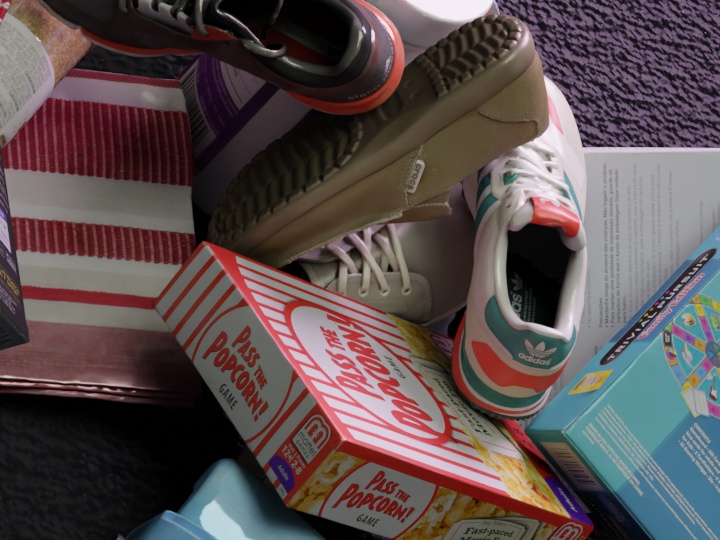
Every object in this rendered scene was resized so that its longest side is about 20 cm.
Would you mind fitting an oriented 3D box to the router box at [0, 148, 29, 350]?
[{"bbox_3d":[-0.259,-0.018,1.278,0.052,0.200,0.157,61,15,-61],"label":"router box"}]

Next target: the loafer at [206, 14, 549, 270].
[{"bbox_3d":[0.013,-0.050,1.423,0.067,0.200,0.076,52,15,-28],"label":"loafer"}]

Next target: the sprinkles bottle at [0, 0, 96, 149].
[{"bbox_3d":[-0.208,-0.079,1.415,0.068,0.068,0.200,41,54,-6],"label":"sprinkles bottle"}]

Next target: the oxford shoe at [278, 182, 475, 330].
[{"bbox_3d":[0.000,0.000,1.483,0.200,0.058,0.075,-19,79,-12],"label":"oxford shoe"}]

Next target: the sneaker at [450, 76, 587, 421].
[{"bbox_3d":[0.093,-0.028,1.444,0.070,0.093,0.200,13,61,-12],"label":"sneaker"}]

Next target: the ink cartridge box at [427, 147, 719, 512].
[{"bbox_3d":[0.131,0.033,1.533,0.200,0.041,0.200,0,88,4],"label":"ink cartridge box"}]

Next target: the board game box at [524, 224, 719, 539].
[{"bbox_3d":[0.204,0.071,1.470,0.200,0.047,0.151,-44,105,-19],"label":"board game box"}]

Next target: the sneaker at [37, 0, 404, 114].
[{"bbox_3d":[-0.075,-0.138,1.387,0.200,0.082,0.077,17,86,9],"label":"sneaker"}]

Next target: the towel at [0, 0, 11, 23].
[{"bbox_3d":[-0.251,-0.119,1.401,0.144,0.023,0.200,2,44,15],"label":"towel"}]

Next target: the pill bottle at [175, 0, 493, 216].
[{"bbox_3d":[-0.016,-0.112,1.506,0.111,0.200,0.112,19,51,-26],"label":"pill bottle"}]

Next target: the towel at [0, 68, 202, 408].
[{"bbox_3d":[-0.156,-0.021,1.448,0.144,0.023,0.200,6,55,-15],"label":"towel"}]

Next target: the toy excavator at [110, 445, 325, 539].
[{"bbox_3d":[-0.057,0.130,1.369,0.100,0.194,0.200,44,73,-3],"label":"toy excavator"}]

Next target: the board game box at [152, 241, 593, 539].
[{"bbox_3d":[0.008,0.073,1.397,0.200,0.046,0.152,22,24,-47],"label":"board game box"}]

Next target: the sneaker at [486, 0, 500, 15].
[{"bbox_3d":[-0.002,-0.187,1.583,0.200,0.071,0.080,38,12,-13],"label":"sneaker"}]
